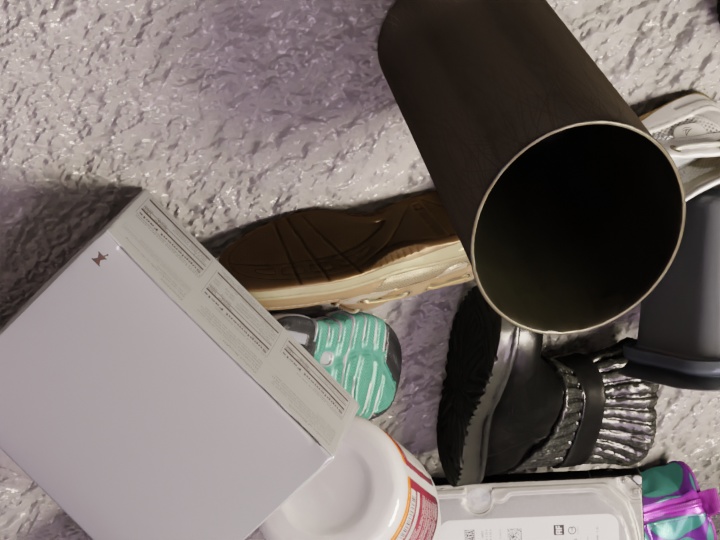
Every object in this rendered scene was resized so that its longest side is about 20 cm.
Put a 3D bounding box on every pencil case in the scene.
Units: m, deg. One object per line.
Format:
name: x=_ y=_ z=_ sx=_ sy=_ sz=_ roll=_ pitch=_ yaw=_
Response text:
pencil case: x=0.177 y=0.210 z=2.005 sx=0.200 sy=0.085 sz=0.092 roll=-13 pitch=163 yaw=-17

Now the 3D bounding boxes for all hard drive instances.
hard drive: x=0.115 y=0.223 z=1.923 sx=0.200 sy=0.038 sz=0.140 roll=-2 pitch=96 yaw=3

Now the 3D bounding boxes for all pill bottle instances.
pill bottle: x=-0.004 y=0.167 z=1.805 sx=0.109 sy=0.110 sz=0.200 roll=-31 pitch=163 yaw=3

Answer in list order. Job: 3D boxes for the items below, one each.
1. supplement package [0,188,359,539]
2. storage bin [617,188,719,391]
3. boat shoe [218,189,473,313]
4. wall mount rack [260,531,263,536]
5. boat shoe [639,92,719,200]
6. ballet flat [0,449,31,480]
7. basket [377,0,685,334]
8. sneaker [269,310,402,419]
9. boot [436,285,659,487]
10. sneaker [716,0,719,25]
supplement package: x=-0.130 y=0.081 z=1.616 sx=0.156 sy=0.111 sz=0.200 roll=-43 pitch=95 yaw=16
storage bin: x=0.288 y=0.008 z=1.828 sx=0.200 sy=0.146 sz=0.135 roll=-1 pitch=96 yaw=-26
boat shoe: x=0.000 y=0.000 z=1.709 sx=0.200 sy=0.071 sz=0.065 roll=-11 pitch=135 yaw=-20
wall mount rack: x=-0.134 y=0.206 z=1.789 sx=0.200 sy=0.075 sz=0.174 roll=-34 pitch=179 yaw=10
boat shoe: x=0.178 y=-0.053 z=1.722 sx=0.200 sy=0.069 sz=0.071 roll=-29 pitch=142 yaw=-18
ballet flat: x=-0.196 y=0.118 z=1.730 sx=0.200 sy=0.063 sz=0.069 roll=14 pitch=126 yaw=-37
basket: x=0.096 y=-0.088 z=1.573 sx=0.136 sy=0.200 sz=0.180 roll=-25 pitch=138 yaw=-2
sneaker: x=-0.046 y=0.055 z=1.762 sx=0.200 sy=0.087 sz=0.075 roll=21 pitch=81 yaw=-60
boot: x=0.145 y=0.075 z=1.853 sx=0.158 sy=0.080 sz=0.211 roll=-7 pitch=146 yaw=-13
sneaker: x=0.257 y=-0.208 z=1.649 sx=0.079 sy=0.075 sz=0.200 roll=-43 pitch=145 yaw=-3
